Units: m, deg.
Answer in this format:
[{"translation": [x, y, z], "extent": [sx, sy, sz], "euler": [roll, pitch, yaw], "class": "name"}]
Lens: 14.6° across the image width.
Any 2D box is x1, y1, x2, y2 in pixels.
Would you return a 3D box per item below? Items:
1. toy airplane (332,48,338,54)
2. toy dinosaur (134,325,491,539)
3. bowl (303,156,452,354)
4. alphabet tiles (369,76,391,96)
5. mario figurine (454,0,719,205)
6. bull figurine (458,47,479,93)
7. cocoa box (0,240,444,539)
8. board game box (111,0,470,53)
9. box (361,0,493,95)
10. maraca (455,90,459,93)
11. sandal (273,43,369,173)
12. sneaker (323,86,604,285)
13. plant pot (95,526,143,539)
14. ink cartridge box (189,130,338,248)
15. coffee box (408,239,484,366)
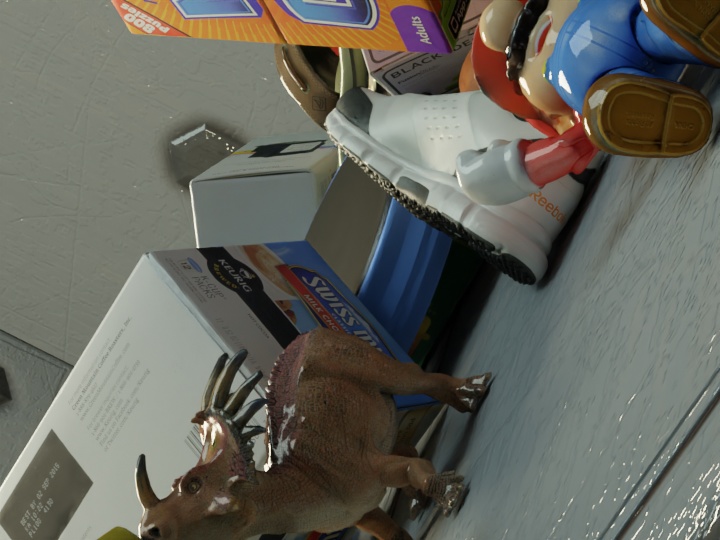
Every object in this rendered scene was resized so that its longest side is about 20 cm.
[{"translation": [0.018, -0.151, 2.360], "extent": [0.200, 0.141, 0.199], "euler": [-109, 8, -72], "class": "toy airplane"}, {"translation": [-0.020, 0.070, 1.313], "extent": [0.086, 0.135, 0.200], "euler": [-60, 5, 31], "class": "toy dinosaur"}, {"translation": [0.000, 0.000, 1.589], "extent": [0.201, 0.039, 0.201], "euler": [-158, 90, -76], "class": "bowl"}, {"translation": [0.010, -0.120, 1.750], "extent": [0.200, 0.015, 0.196], "euler": [-101, 11, -55], "class": "alphabet tiles"}, {"translation": [0.088, -0.092, 1.172], "extent": [0.123, 0.106, 0.200], "euler": [-29, 8, -9], "class": "mario figurine"}, {"translation": [0.094, -0.119, 1.470], "extent": [0.200, 0.065, 0.121], "euler": [-38, 21, 47], "class": "bull figurine"}, {"translation": [-0.078, 0.100, 1.477], "extent": [0.131, 0.133, 0.200], "euler": [-5, -44, -50], "class": "cocoa box"}, {"translation": [-0.041, -0.259, 1.497], "extent": [0.200, 0.200, 0.200], "euler": [60, -138, -52], "class": "board game box"}, {"translation": [0.040, -0.206, 1.615], "extent": [0.117, 0.200, 0.060], "euler": [-25, -27, 14], "class": "box"}, {"translation": [0.061, -0.191, 1.805], "extent": [0.137, 0.107, 0.200], "euler": [-44, -53, -54], "class": "maraca"}, {"translation": [-0.022, -0.115, 1.675], "extent": [0.080, 0.057, 0.201], "euler": [-86, -6, -67], "class": "sandal"}, {"translation": [0.053, -0.058, 1.400], "extent": [0.080, 0.074, 0.200], "euler": [-54, 36, -2], "class": "sneaker"}, {"translation": [-0.108, 0.220, 1.181], "extent": [0.176, 0.200, 0.200], "euler": [-53, 2, -15], "class": "plant pot"}, {"translation": [-0.044, -0.007, 1.848], "extent": [0.200, 0.083, 0.146], "euler": [-46, -50, -76], "class": "ink cartridge box"}, {"translation": [0.034, 0.007, 1.659], "extent": [0.200, 0.044, 0.123], "euler": [-61, 6, 30], "class": "coffee box"}]
